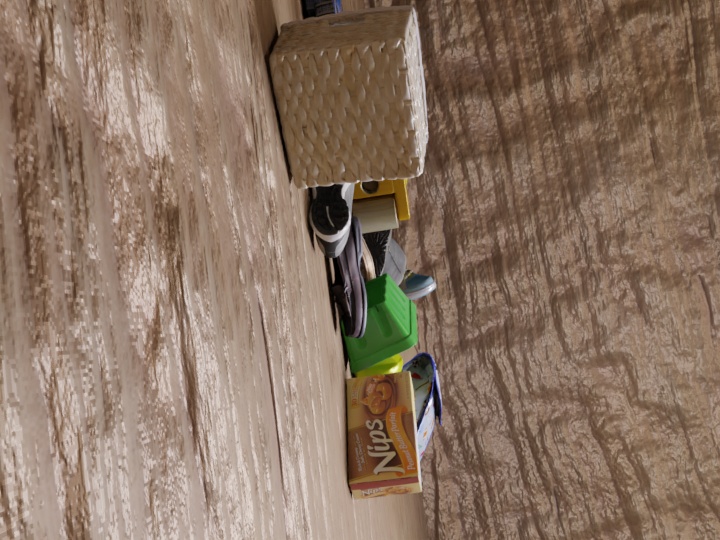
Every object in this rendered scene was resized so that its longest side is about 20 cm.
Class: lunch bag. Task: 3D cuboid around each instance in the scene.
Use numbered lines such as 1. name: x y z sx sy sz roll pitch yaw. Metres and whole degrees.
1. lunch bag: 0.104 0.284 1.735 0.171 0.121 0.203 78 35 -61

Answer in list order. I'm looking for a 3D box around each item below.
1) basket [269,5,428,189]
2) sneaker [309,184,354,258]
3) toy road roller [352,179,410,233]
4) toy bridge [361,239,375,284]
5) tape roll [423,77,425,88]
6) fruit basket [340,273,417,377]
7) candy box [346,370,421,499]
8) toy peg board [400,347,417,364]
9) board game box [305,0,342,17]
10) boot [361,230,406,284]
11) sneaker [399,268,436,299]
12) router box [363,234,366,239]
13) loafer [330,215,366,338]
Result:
1. basket: -0.012 -0.230 1.156 0.162 0.193 0.204 -80 162 -60
2. sneaker: -0.045 -0.107 1.329 0.080 0.072 0.203 90 4 -49
3. toy road roller: 0.017 -0.181 1.506 0.147 0.120 0.204 -86 167 -64
4. toy bridge: 0.000 0.000 1.651 0.067 0.027 0.205 12 -64 52
5. tape roll: 0.010 -0.293 1.412 0.048 0.195 0.205 66 17 -71
6. fruit basket: 0.041 0.138 1.577 0.218 0.153 0.217 62 11 -22
7. candy box: 0.037 0.270 1.418 0.056 0.112 0.203 75 10 -48
8. toy peg board: 0.051 0.189 1.916 0.202 0.096 0.202 -87 153 -57
9. board game box: -0.066 -0.475 1.579 0.200 0.060 0.205 -1 83 -85
10. boot: 0.041 -0.003 1.813 0.201 0.071 0.185 76 37 -66
11. sneaker: 0.077 0.000 1.970 0.079 0.197 0.133 -34 112 -49
12. router box: 0.004 -0.118 1.901 0.158 0.051 0.204 76 9 -57
13. loafer: -0.030 0.012 1.422 0.072 0.062 0.206 176 -89 -65
